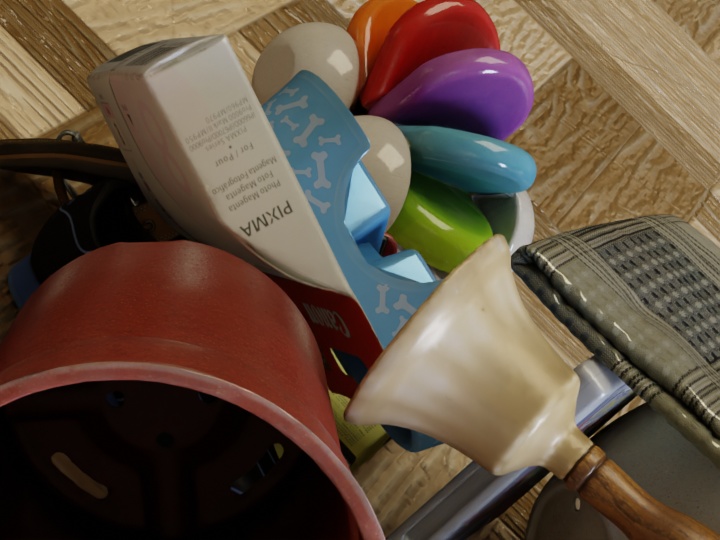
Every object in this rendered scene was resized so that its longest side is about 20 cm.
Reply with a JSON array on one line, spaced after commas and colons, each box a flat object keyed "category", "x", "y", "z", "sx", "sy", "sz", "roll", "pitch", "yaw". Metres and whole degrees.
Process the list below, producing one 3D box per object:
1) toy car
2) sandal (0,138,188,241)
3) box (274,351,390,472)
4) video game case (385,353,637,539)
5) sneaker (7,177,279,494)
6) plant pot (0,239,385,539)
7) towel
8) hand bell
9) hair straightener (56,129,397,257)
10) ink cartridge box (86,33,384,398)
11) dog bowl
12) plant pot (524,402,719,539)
[{"category": "toy car", "x": 0.043, "y": -0.094, "z": 1.469, "sx": 0.175, "sy": 0.150, "sz": 0.200, "roll": 20, "pitch": 34, "yaw": -43}, {"category": "sandal", "x": -0.103, "y": -0.025, "z": 1.207, "sx": 0.199, "sy": 0.055, "sz": 0.082, "roll": 19, "pitch": -6, "yaw": -7}, {"category": "box", "x": -0.009, "y": 0.065, "z": 1.258, "sx": 0.075, "sy": 0.050, "sz": 0.200, "roll": 45, "pitch": 25, "yaw": 4}, {"category": "video game case", "x": 0.092, "y": 0.092, "z": 1.207, "sx": 0.023, "sy": 0.182, "sz": 0.200, "roll": 50, "pitch": 25, "yaw": 9}, {"category": "sneaker", "x": -0.088, "y": 0.045, "z": 1.131, "sx": 0.200, "sy": 0.078, "sz": 0.070, "roll": 48, "pitch": 25, "yaw": 10}, {"category": "plant pot", "x": -0.086, "y": 0.089, "z": 0.949, "sx": 0.200, "sy": 0.201, "sz": 0.195, "roll": 37, "pitch": 17, "yaw": -14}, {"category": "towel", "x": 0.187, "y": 0.042, "z": 1.157, "sx": 0.200, "sy": 0.035, "sz": 0.192, "roll": 44, "pitch": 24, "yaw": 19}, {"category": "hand bell", "x": 0.101, "y": 0.087, "z": 0.974, "sx": 0.200, "sy": 0.104, "sz": 0.104, "roll": 40, "pitch": 24, "yaw": 9}, {"category": "hair straightener", "x": -0.076, "y": -0.027, "z": 1.263, "sx": 0.199, "sy": 0.041, "sz": 0.077, "roll": 24, "pitch": 23, "yaw": -5}, {"category": "ink cartridge box", "x": -0.055, "y": -0.013, "z": 1.092, "sx": 0.201, "sy": 0.057, "sz": 0.162, "roll": 68, "pitch": -13, "yaw": -10}, {"category": "dog bowl", "x": 0.000, "y": 0.000, "z": 1.122, "sx": 0.200, "sy": 0.049, "sz": 0.112, "roll": 58, "pitch": -13, "yaw": 12}, {"category": "plant pot", "x": 0.167, "y": 0.155, "z": 1.245, "sx": 0.134, "sy": 0.201, "sz": 0.201, "roll": 2, "pitch": 44, "yaw": -28}]
